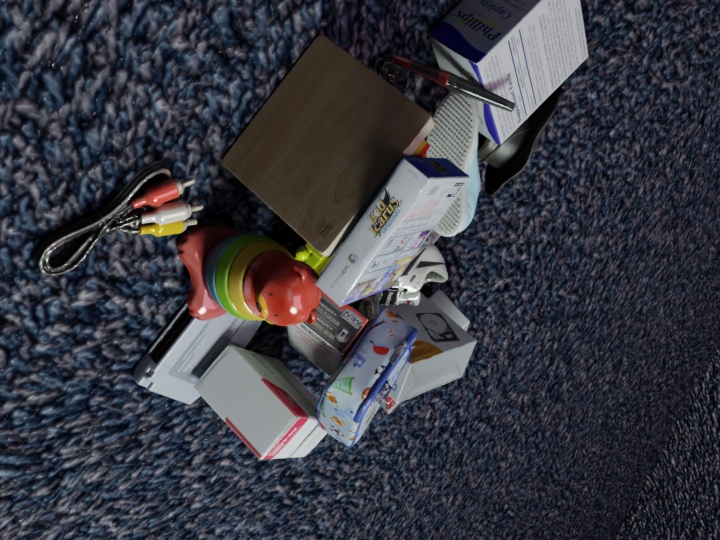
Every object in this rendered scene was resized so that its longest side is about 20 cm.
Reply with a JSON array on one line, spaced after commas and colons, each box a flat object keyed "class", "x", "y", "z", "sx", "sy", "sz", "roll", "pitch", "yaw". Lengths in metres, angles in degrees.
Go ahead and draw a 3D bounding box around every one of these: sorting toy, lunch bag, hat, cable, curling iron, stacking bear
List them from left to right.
[{"class": "cable", "x": -0.273, "y": -0.057, "z": 1.067, "sx": 0.198, "sy": 0.050, "sz": 0.098, "roll": -29, "pitch": 143, "yaw": -30}, {"class": "stacking bear", "x": -0.123, "y": 0.014, "z": 1.149, "sx": 0.113, "sy": 0.199, "sz": 0.124, "roll": -20, "pitch": 113, "yaw": -34}, {"class": "sorting toy", "x": -0.033, "y": -0.145, "z": 1.132, "sx": 0.201, "sy": 0.198, "sz": 0.069, "roll": -51, "pitch": 152, "yaw": 3}, {"class": "lunch bag", "x": 0.011, "y": 0.144, "z": 1.271, "sx": 0.161, "sy": 0.075, "sz": 0.201, "roll": -52, "pitch": 172, "yaw": -27}, {"class": "curling iron", "x": 0.112, "y": -0.245, "z": 1.252, "sx": 0.197, "sy": 0.026, "sz": 0.050, "roll": 13, "pitch": 115, "yaw": -7}, {"class": "hat", "x": 0.220, "y": -0.222, "z": 1.446, "sx": 0.080, "sy": 0.201, "sz": 0.202, "roll": 28, "pitch": 108, "yaw": -10}]

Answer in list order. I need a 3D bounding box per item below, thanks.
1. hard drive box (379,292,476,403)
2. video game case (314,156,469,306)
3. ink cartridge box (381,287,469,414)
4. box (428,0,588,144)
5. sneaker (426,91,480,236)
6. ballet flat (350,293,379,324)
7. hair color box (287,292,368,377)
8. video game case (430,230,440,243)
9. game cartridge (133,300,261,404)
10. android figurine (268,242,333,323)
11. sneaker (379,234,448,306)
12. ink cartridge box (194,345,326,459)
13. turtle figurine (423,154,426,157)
[{"class": "hard drive box", "x": 0.055, "y": 0.098, "z": 1.468, "sx": 0.154, "sy": 0.200, "sz": 0.078, "roll": -14, "pitch": 133, "yaw": -43}, {"class": "video game case", "x": 0.043, "y": -0.052, "z": 1.138, "sx": 0.182, "sy": 0.045, "sz": 0.200, "roll": -56, "pitch": 167, "yaw": 16}, {"class": "ink cartridge box", "x": 0.091, "y": 0.141, "z": 1.620, "sx": 0.200, "sy": 0.083, "sz": 0.146, "roll": -44, "pitch": 167, "yaw": -9}, {"class": "box", "x": 0.214, "y": -0.320, "z": 1.330, "sx": 0.200, "sy": 0.105, "sz": 0.184, "roll": -45, "pitch": 146, "yaw": -8}, {"class": "sneaker", "x": 0.137, "y": -0.153, "z": 1.331, "sx": 0.082, "sy": 0.073, "sz": 0.204, "roll": -17, "pitch": 117, "yaw": -63}, {"class": "ballet flat", "x": 0.000, "y": 0.000, "z": 1.315, "sx": 0.074, "sy": 0.068, "sz": 0.203, "roll": -10, "pitch": 128, "yaw": -29}, {"class": "hair color box", "x": -0.048, "y": 0.087, "z": 1.302, "sx": 0.061, "sy": 0.101, "sz": 0.200, "roll": -51, "pitch": 172, "yaw": -15}, {"class": "video game case", "x": 0.071, "y": -0.058, "z": 1.432, "sx": 0.181, "sy": 0.022, "sz": 0.200, "roll": -14, "pitch": 153, "yaw": -46}, {"class": "game cartridge", "x": -0.211, "y": 0.091, "z": 1.301, "sx": 0.201, "sy": 0.040, "sz": 0.133, "roll": -51, "pitch": 143, "yaw": 2}, {"class": "android figurine", "x": -0.071, "y": 0.002, "z": 1.312, "sx": 0.183, "sy": 0.041, "sz": 0.200, "roll": -55, "pitch": 170, "yaw": 7}, {"class": "sneaker", "x": 0.047, "y": 0.021, "z": 1.416, "sx": 0.198, "sy": 0.089, "sz": 0.074, "roll": -26, "pitch": 161, "yaw": -18}, {"class": "ink cartridge box", "x": -0.132, "y": 0.193, "z": 1.353, "sx": 0.084, "sy": 0.145, "sz": 0.200, "roll": -48, "pitch": 163, "yaw": 1}, {"class": "turtle figurine", "x": 0.031, "y": -0.144, "z": 1.232, "sx": 0.160, "sy": 0.203, "sz": 0.064, "roll": -17, "pitch": 178, "yaw": -35}]
